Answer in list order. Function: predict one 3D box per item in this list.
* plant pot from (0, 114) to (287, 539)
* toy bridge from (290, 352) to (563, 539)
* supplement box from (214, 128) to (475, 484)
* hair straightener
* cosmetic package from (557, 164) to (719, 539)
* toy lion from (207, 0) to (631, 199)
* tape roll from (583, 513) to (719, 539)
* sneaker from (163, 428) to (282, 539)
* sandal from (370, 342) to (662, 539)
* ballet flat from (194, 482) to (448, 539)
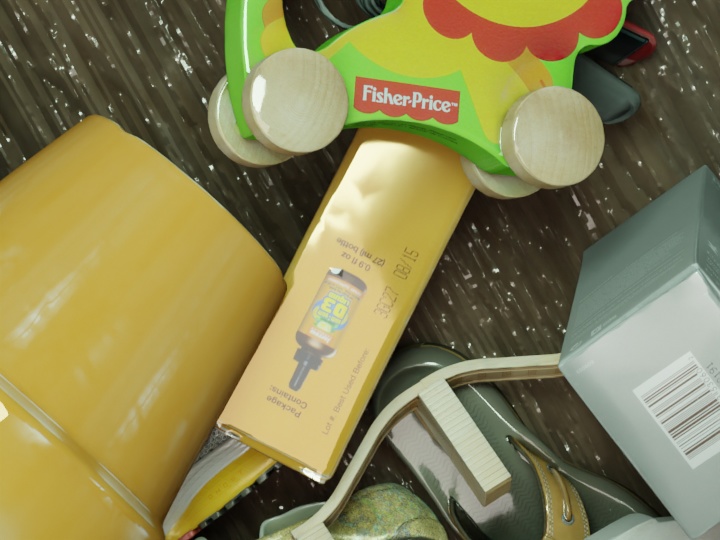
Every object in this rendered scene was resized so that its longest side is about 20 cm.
[{"bbox_3d":[-0.137,0.037,1.386,0.200,0.200,0.183,42,80,-3],"label":"plant pot"},{"bbox_3d":[0.050,0.082,1.471,0.199,0.027,0.067,-32,71,-12],"label":"toy bridge"},{"bbox_3d":[0.000,0.000,1.455,0.066,0.069,0.201,27,88,0],"label":"supplement box"},{"bbox_3d":[0.050,-0.118,1.404,0.199,0.077,0.041,29,150,-25],"label":"hair straightener"},{"bbox_3d":[0.158,0.033,1.398,0.090,0.200,0.107,-37,99,18],"label":"cosmetic package"},{"bbox_3d":[0.038,-0.136,1.360,0.199,0.069,0.193,6,83,-20],"label":"toy lion"},{"bbox_3d":[0.158,0.218,1.440,0.201,0.037,0.204,1,87,-15],"label":"tape roll"},{"bbox_3d":[-0.117,0.109,1.534,0.200,0.078,0.082,-39,89,9],"label":"sneaker"},{"bbox_3d":[0.083,0.116,1.499,0.200,0.055,0.082,46,105,2],"label":"sandal"},{"bbox_3d":[-0.054,0.157,1.514,0.199,0.071,0.071,-18,102,-8],"label":"ballet flat"}]
